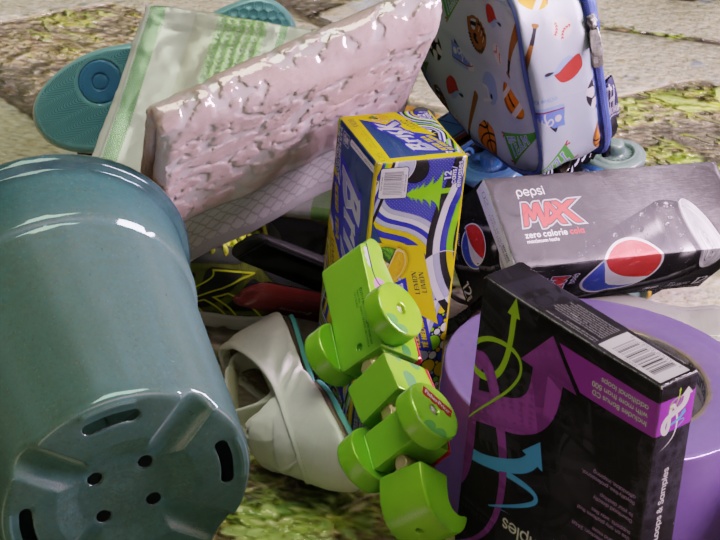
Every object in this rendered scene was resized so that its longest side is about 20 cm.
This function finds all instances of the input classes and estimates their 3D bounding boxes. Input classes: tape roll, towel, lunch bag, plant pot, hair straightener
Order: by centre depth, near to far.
[{"bbox_3d":[-0.165,0.070,1.539,0.199,0.201,0.196,-5,39,-22],"label":"plant pot"},{"bbox_3d":[0.145,0.101,1.648,0.199,0.085,0.200,5,28,-3],"label":"tape roll"},{"bbox_3d":[-0.048,-0.086,1.657,0.200,0.191,0.032,-27,69,-21],"label":"towel"},{"bbox_3d":[0.097,-0.160,1.750,0.075,0.161,0.200,-21,30,-18],"label":"lunch bag"},{"bbox_3d":[0.000,0.000,1.778,0.199,0.041,0.077,10,62,-33],"label":"hair straightener"},{"bbox_3d":[-0.072,-0.104,1.812,0.199,0.031,0.150,11,64,12],"label":"towel"}]

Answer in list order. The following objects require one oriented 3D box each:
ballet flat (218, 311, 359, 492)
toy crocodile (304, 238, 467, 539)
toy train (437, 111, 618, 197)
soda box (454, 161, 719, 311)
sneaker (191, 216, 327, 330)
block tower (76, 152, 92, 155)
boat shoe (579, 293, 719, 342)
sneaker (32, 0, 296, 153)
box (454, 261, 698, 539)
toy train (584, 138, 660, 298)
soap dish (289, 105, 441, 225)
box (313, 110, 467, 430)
[{"bbox_3d":[-0.048,0.090,1.657,0.069,0.070,0.200,-1,25,-15],"label":"ballet flat"},{"bbox_3d":[0.019,0.070,1.569,0.062,0.067,0.200,22,39,-42],"label":"toy crocodile"},{"bbox_3d":[0.095,-0.077,1.851,0.114,0.087,0.200,20,37,33],"label":"toy train"},{"bbox_3d":[0.155,-0.024,1.744,0.199,0.063,0.071,-6,66,-33],"label":"soda box"},{"bbox_3d":[-0.103,-0.006,1.774,0.199,0.085,0.075,-9,59,-18],"label":"sneaker"},{"bbox_3d":[-0.175,-0.069,1.925,0.058,0.054,0.200,11,28,6],"label":"block tower"},{"bbox_3d":[0.189,0.051,1.775,0.199,0.062,0.075,8,25,-3],"label":"boat shoe"},{"bbox_3d":[-0.140,-0.135,1.936,0.199,0.080,0.131,-19,1,-3],"label":"sneaker"},{"bbox_3d":[0.117,0.114,1.492,0.036,0.201,0.143,-21,37,-35],"label":"box"},{"bbox_3d":[0.163,-0.045,1.938,0.114,0.085,0.200,-27,42,-33],"label":"toy train"},{"bbox_3d":[-0.032,-0.067,1.926,0.157,0.082,0.200,16,30,16],"label":"soap dish"},{"bbox_3d":[0.017,0.003,1.676,0.064,0.201,0.070,-5,30,-21],"label":"box"}]
